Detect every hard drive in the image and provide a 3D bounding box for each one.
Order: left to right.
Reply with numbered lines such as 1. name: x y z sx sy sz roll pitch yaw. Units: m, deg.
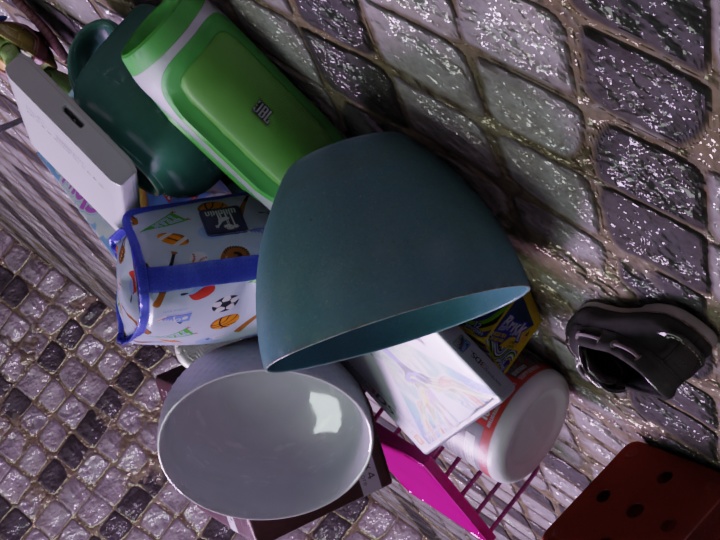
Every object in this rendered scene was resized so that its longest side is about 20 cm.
1. hard drive: -0.241 -0.101 1.123 0.132 0.026 0.200 45 167 1

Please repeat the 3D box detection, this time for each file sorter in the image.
1. file sorter: 0.098 0.187 1.481 0.138 0.126 0.200 28 162 41

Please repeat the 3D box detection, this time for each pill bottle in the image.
1. pill bottle: 0.089 0.106 1.249 0.199 0.116 0.116 29 165 33

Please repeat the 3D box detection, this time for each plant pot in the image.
1. plant pot: 0.008 -0.020 0.944 0.200 0.198 0.136 123 131 -77
2. plant pot: 0.280 0.274 1.174 0.199 0.200 0.177 17 145 58

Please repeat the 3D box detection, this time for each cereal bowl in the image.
1. cereal bowl: -0.088 0.137 1.221 0.200 0.199 0.084 46 -158 -31

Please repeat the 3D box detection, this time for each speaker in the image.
1. speaker: -0.089 -0.122 1.018 0.200 0.089 0.088 43 166 -22

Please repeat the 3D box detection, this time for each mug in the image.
1. mug: -0.181 -0.139 1.148 0.152 0.115 0.184 45 165 -29

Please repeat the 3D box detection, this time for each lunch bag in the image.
1. lunch bag: -0.123 0.000 1.127 0.200 0.168 0.125 168 94 -74

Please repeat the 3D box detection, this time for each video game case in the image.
1. video game case: 0.030 0.066 1.127 0.182 0.022 0.200 46 154 4

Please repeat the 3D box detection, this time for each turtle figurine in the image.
1. turtle figurine: -0.354 -0.172 1.389 0.193 0.202 0.143 20 148 -38

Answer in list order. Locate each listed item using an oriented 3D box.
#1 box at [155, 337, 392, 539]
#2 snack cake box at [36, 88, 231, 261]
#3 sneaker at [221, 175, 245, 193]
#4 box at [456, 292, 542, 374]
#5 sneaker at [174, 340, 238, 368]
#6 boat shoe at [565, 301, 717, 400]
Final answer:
1. box: -0.097 0.168 1.400 0.200 0.163 0.168 4 113 65
2. snack cake box: -0.225 -0.095 1.284 0.067 0.115 0.200 7 -146 -52
3. sneaker: -0.131 -0.080 1.298 0.201 0.083 0.121 54 152 -2
4. box: 0.054 0.008 1.123 0.199 0.064 0.070 29 163 33
5. sneaker: -0.147 0.012 1.415 0.076 0.202 0.111 16 174 -5
6. boat shoe: 0.188 0.063 0.958 0.067 0.057 0.200 39 167 -7
